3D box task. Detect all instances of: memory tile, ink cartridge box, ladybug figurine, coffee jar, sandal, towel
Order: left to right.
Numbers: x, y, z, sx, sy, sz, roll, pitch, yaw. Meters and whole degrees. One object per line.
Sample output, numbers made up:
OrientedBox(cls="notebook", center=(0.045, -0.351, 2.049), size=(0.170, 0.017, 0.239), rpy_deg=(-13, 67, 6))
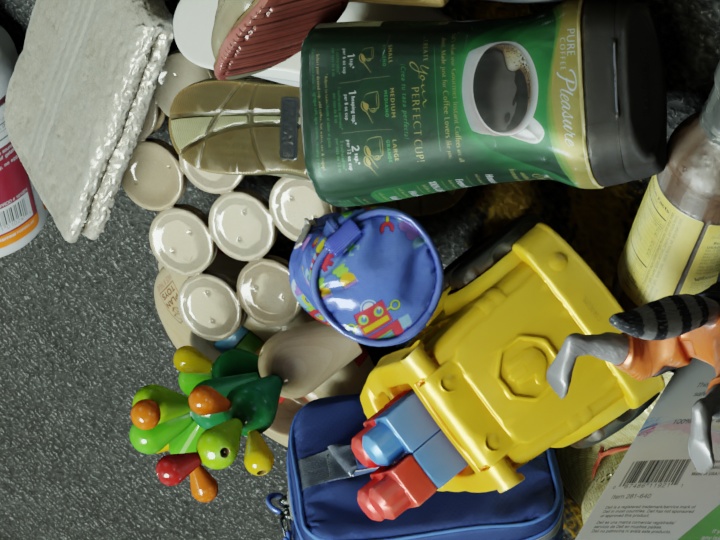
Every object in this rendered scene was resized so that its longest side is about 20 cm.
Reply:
OrientedBox(cls="towel", center=(-0.180, -0.128, 1.344), size=(0.133, 0.034, 0.200), rpy_deg=(57, 137, 32))
OrientedBox(cls="memory tile", center=(-0.087, -0.055, 1.368), size=(0.153, 0.017, 0.201), rpy_deg=(-16, 104, 28))
OrientedBox(cls="ladybug figurine", center=(-0.062, 0.051, 1.468), size=(0.200, 0.072, 0.136), rpy_deg=(44, 142, -5))
OrientedBox(cls="sandal", center=(-0.023, -0.086, 1.299), size=(0.199, 0.054, 0.081), rpy_deg=(9, 100, 16))
OrientedBox(cls="coffee jar", center=(0.070, -0.093, 1.134), size=(0.199, 0.085, 0.105), rpy_deg=(-3, 85, 16))
OrientedBox(cls="ink cartridge box", center=(0.232, 0.119, 1.172), size=(0.144, 0.200, 0.084), rpy_deg=(-6, 127, 45))

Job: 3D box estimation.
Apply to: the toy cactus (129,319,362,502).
OrientedBox(cls="toy cactus", center=(-0.073, 0.087, 1.351), size=(0.103, 0.164, 0.200), rpy_deg=(62, 179, -3))

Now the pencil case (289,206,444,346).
OrientedBox(cls="pencil case", center=(0.000, 0.000, 1.245), size=(0.087, 0.078, 0.200), rpy_deg=(44, 177, -5))

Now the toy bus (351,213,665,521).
OrientedBox(cls="toy bus", center=(0.065, 0.078, 1.252), size=(0.136, 0.192, 0.200), rpy_deg=(51, 167, -2))

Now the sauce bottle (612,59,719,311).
OrientedBox(cls="sauce bottle", center=(0.196, -0.044, 1.151), size=(0.065, 0.065, 0.200), rpy_deg=(31, 142, 12))

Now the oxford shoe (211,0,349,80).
OrientedBox(cls="oxford shoe", center=(-0.046, -0.177, 1.138), size=(0.075, 0.070, 0.200), rpy_deg=(62, 149, 16))

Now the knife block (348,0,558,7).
OrientedBox(cls="knife block", center=(0.032, -0.184, 1.152), size=(0.175, 0.064, 0.200), rpy_deg=(41, 143, 2))

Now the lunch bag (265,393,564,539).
OrientedBox(cls="lunch bag", center=(0.036, 0.154, 1.384), size=(0.199, 0.136, 0.133), rpy_deg=(-7, 135, -5))

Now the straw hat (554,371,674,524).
OrientedBox(cls="straw hat", center=(0.187, 0.160, 1.348), size=(0.200, 0.085, 0.202), rpy_deg=(23, 140, 21))

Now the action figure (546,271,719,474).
OrientedBox(cls="action figure", center=(0.226, 0.031, 1.098), size=(0.200, 0.193, 0.105), rpy_deg=(12, 126, 53))

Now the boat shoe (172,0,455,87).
OrientedBox(cls="boat shoe", center=(-0.015, -0.135, 1.240), size=(0.199, 0.068, 0.072), rpy_deg=(5, 97, 23))

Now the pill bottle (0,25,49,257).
OrientedBox(cls="pill bottle", center=(-0.294, -0.112, 1.474), size=(0.113, 0.113, 0.201), rpy_deg=(20, 138, 26))
